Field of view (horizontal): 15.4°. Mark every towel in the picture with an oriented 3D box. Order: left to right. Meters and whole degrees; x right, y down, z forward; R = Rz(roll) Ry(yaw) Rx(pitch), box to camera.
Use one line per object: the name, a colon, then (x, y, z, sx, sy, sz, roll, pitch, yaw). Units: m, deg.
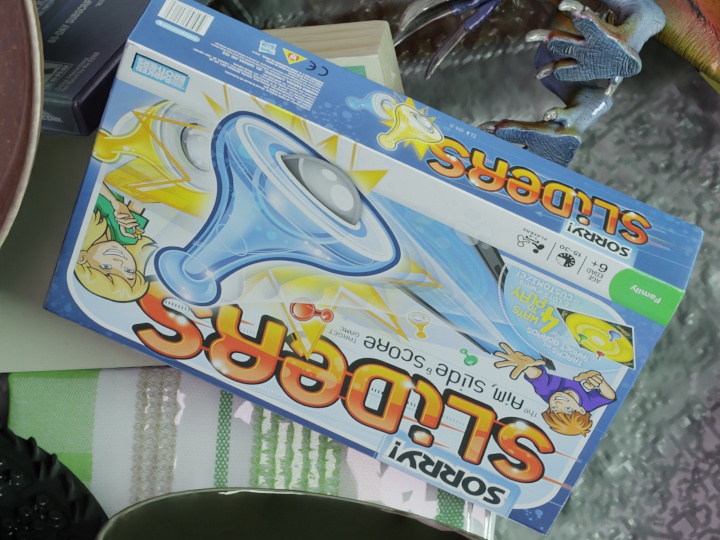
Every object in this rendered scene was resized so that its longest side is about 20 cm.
towel: (-0.045, 0.112, 1.008, 0.199, 0.031, 0.150, 3, 84, 19)

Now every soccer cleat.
soccer cleat: (-0.172, 0.092, 1.019, 0.200, 0.068, 0.073, 27, 127, 24)

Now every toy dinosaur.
toy dinosaur: (0.074, -0.111, 0.937, 0.199, 0.105, 0.182, 10, 45, 1)

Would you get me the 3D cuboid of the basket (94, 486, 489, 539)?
basket: (-0.021, 0.197, 0.910, 0.180, 0.136, 0.201, 13, 112, -2)

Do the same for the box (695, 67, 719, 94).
box: (0.206, -0.038, 0.918, 0.075, 0.050, 0.200, -38, 74, -18)

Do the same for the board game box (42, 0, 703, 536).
board game box: (0.000, 0.000, 0.911, 0.199, 0.035, 0.136, 24, 134, 1)

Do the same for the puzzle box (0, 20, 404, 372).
puzzle box: (-0.073, -0.023, 0.983, 0.199, 0.025, 0.133, -3, 126, 15)

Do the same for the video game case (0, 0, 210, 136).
video game case: (-0.148, -0.109, 0.992, 0.199, 0.019, 0.143, 10, 44, 28)

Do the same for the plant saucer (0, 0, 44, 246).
plant saucer: (-0.182, -0.073, 0.921, 0.200, 0.037, 0.201, 6, 102, 29)
